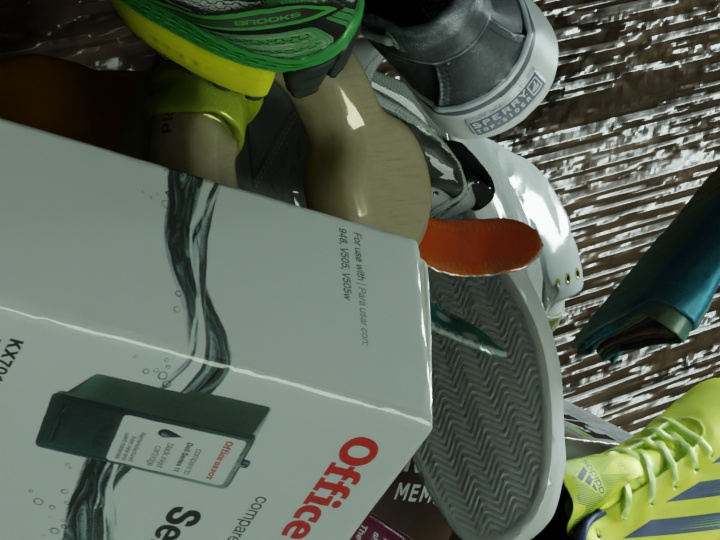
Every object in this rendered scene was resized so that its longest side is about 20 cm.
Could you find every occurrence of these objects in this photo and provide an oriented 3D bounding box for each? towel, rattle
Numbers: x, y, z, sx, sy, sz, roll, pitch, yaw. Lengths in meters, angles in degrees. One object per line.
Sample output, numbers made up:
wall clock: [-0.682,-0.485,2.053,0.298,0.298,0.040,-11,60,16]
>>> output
towel: [0.170,-0.044,1.202,0.200,0.022,0.147,-50,-178,-10]
rattle: [-0.043,-0.017,1.070,0.200,0.142,0.131,15,56,-58]

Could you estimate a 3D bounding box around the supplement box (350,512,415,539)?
supplement box: [-0.069,0.119,1.101,0.200,0.086,0.111,35,67,-27]

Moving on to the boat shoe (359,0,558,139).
boat shoe: [0.000,-0.122,1.035,0.072,0.200,0.068,-39,133,7]

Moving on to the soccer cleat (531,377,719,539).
soccer cleat: [0.112,0.103,1.267,0.200,0.065,0.084,-42,129,-29]

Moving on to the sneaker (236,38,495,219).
sneaker: [0.000,0.000,1.147,0.115,0.075,0.201,-11,118,-3]

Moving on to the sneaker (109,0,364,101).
sneaker: [-0.087,-0.130,0.941,0.085,0.199,0.078,110,1,-68]

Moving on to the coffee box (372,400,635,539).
coffee box: [0.032,0.108,1.291,0.200,0.080,0.114,12,101,-51]

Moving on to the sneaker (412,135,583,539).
sneaker: [0.064,0.025,1.216,0.115,0.073,0.201,23,49,-55]

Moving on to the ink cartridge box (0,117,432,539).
ink cartridge box: [-0.093,0.038,0.939,0.199,0.083,0.147,15,134,-20]
